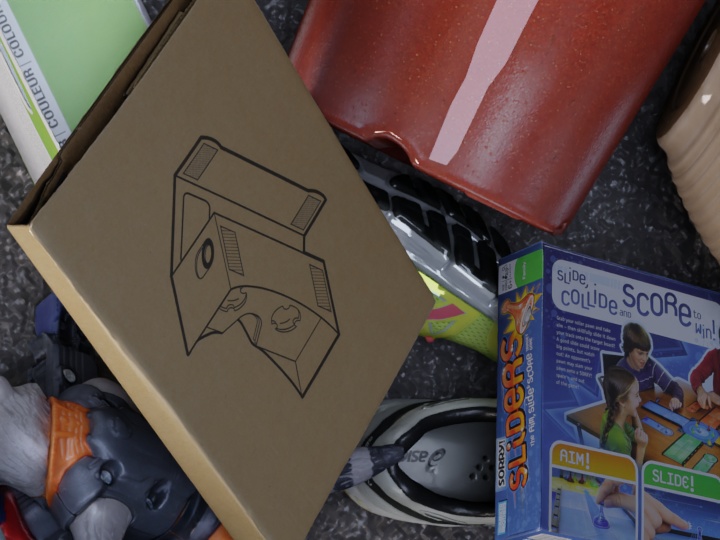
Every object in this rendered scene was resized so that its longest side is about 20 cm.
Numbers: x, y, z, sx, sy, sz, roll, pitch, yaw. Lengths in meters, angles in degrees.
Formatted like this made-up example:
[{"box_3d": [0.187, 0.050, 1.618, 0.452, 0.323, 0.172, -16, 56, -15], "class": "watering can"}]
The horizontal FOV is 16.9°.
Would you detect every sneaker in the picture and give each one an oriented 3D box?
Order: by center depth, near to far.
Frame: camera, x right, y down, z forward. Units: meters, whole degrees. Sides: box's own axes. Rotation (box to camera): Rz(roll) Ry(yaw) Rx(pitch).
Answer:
[{"box_3d": [0.000, 0.000, 1.142, 0.200, 0.078, 0.090, 31, 111, -15], "class": "sneaker"}, {"box_3d": [0.092, 0.096, 1.144, 0.200, 0.088, 0.076, -2, 88, -12], "class": "sneaker"}]

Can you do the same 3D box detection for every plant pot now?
[{"box_3d": [0.067, -0.133, 1.097, 0.201, 0.201, 0.195, 26, 92, -9], "class": "plant pot"}, {"box_3d": [0.199, -0.083, 1.111, 0.093, 0.201, 0.201, 27, 85, -4], "class": "plant pot"}]

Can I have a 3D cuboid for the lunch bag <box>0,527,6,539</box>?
[{"box_3d": [-0.200, 0.190, 1.004, 0.127, 0.200, 0.170, -23, 86, -38], "class": "lunch bag"}]

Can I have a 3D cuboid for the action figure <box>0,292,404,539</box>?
[{"box_3d": [-0.089, 0.075, 1.070, 0.193, 0.105, 0.200, 15, 45, -33], "class": "action figure"}]

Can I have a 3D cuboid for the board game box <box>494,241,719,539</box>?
[{"box_3d": [0.151, 0.074, 1.126, 0.200, 0.034, 0.135, 15, 67, -32], "class": "board game box"}]

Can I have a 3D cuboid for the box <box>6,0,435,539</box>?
[{"box_3d": [-0.050, -0.001, 1.003, 0.200, 0.021, 0.164, 58, 45, -32], "class": "box"}]

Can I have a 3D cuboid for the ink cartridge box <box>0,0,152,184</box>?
[{"box_3d": [-0.128, -0.106, 1.046, 0.076, 0.200, 0.148, -26, 95, -10], "class": "ink cartridge box"}]
